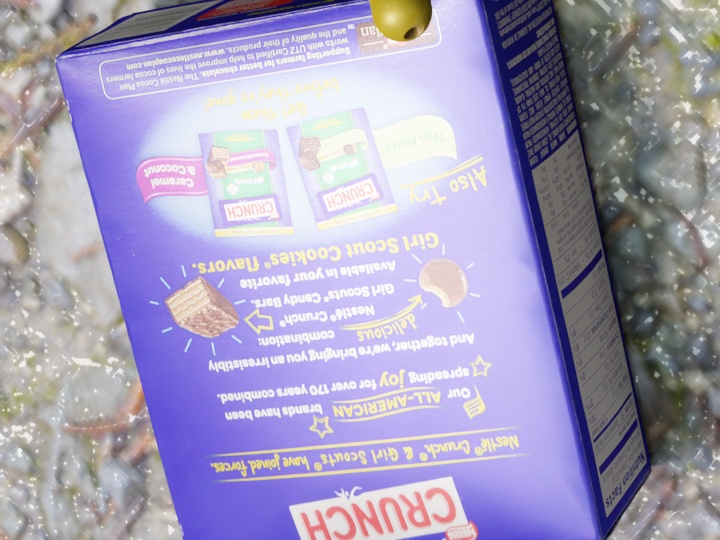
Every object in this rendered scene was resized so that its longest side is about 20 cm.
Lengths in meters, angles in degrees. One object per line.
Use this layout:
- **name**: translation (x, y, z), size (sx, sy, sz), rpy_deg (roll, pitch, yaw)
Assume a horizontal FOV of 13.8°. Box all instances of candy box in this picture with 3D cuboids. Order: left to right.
- **candy box**: translation (0.000, 0.000, 1.053), size (0.168, 0.077, 0.201), rpy_deg (-6, 104, 26)

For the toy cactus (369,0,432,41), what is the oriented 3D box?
- **toy cactus**: translation (0.005, -0.170, 0.947), size (0.101, 0.200, 0.166), rpy_deg (2, 110, -15)
